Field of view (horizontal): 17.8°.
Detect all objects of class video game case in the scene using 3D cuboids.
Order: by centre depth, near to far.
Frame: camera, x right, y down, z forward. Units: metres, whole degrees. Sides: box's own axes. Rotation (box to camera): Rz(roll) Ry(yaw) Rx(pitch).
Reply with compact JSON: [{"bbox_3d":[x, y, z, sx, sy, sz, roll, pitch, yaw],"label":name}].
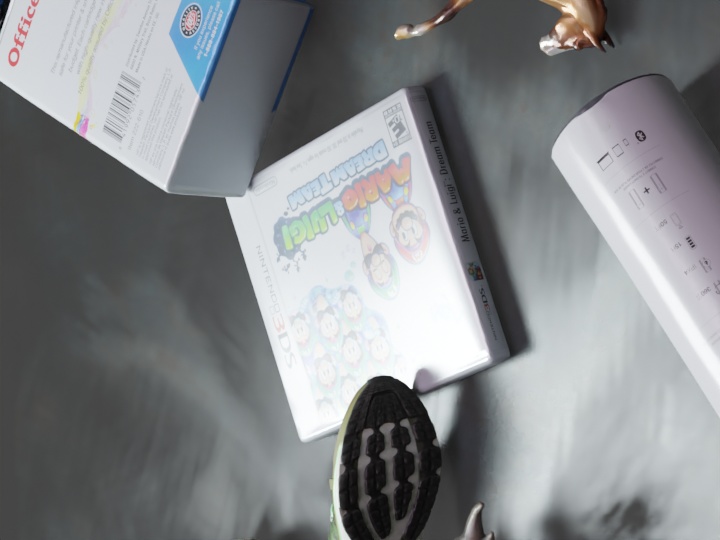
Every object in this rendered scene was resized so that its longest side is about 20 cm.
[{"bbox_3d":[0.000,0.000,1.499,0.200,0.024,0.183,-26,78,46],"label":"video game case"}]

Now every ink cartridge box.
[{"bbox_3d":[-0.146,-0.157,1.562,0.200,0.084,0.145,33,108,34],"label":"ink cartridge box"}]

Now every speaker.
[{"bbox_3d":[0.188,-0.006,1.253,0.081,0.081,0.201,-50,61,39],"label":"speaker"}]

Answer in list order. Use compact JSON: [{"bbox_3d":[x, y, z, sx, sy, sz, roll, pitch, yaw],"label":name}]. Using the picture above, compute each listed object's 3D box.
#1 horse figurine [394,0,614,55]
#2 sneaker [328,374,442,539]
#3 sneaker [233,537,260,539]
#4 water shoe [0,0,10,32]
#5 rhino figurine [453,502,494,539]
[{"bbox_3d":[0.075,-0.220,1.355,0.132,0.050,0.201,-7,86,35],"label":"horse figurine"},{"bbox_3d":[-0.001,0.159,1.493,0.089,0.076,0.201,32,124,57],"label":"sneaker"},{"bbox_3d":[-0.081,0.292,1.611,0.089,0.078,0.201,-21,73,54],"label":"sneaker"},{"bbox_3d":[-0.267,-0.176,1.716,0.200,0.079,0.072,29,117,40],"label":"water shoe"},{"bbox_3d":[0.093,0.240,1.411,0.087,0.060,0.201,-6,95,54],"label":"rhino figurine"}]
